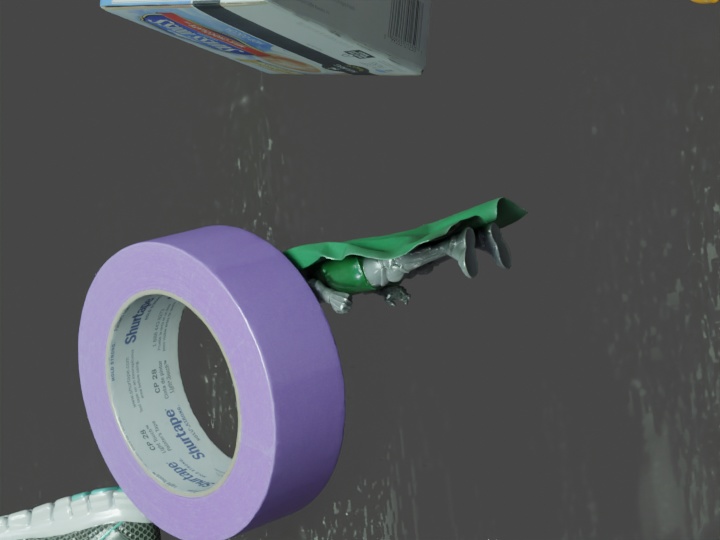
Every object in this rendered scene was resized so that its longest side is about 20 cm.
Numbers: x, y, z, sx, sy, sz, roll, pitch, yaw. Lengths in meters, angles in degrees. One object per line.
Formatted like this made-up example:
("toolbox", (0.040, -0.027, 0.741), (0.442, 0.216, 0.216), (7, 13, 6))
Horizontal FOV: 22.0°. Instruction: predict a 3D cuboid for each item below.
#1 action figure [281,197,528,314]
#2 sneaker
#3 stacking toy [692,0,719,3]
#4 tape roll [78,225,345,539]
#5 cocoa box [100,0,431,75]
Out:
("action figure", (0.000, 0.000, 1.203), (0.199, 0.118, 0.055), (-12, 88, 38))
("sneaker", (-0.221, 0.213, 1.308), (0.199, 0.077, 0.092), (-18, 77, 29))
("stacking toy", (0.162, -0.244, 1.145), (0.116, 0.110, 0.201), (-38, 76, 17))
("tape roll", (-0.101, 0.074, 1.218), (0.199, 0.065, 0.202), (16, 113, 42))
("cocoa box", (-0.054, -0.211, 1.198), (0.130, 0.200, 0.134), (3, 84, 31))
